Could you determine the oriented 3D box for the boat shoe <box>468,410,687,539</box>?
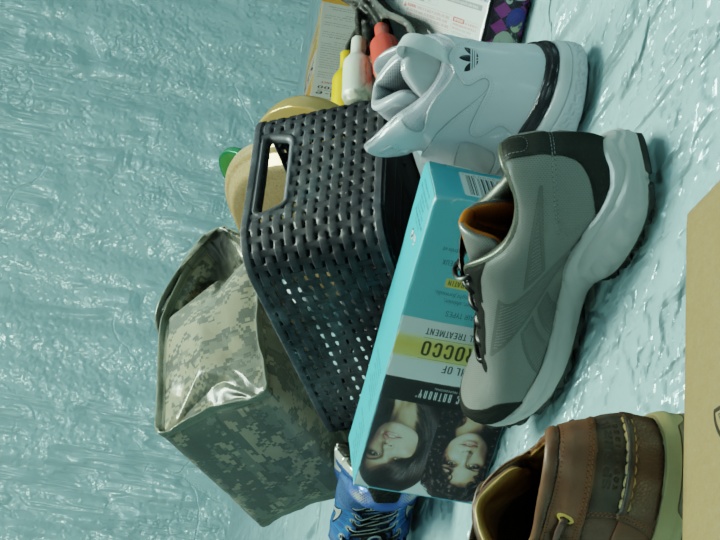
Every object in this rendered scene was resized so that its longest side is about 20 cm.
[{"bbox_3d":[0.078,0.106,0.548,0.200,0.067,0.072,115,164,-61],"label":"boat shoe"}]

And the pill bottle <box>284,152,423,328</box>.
[{"bbox_3d":[0.000,-0.034,1.141,0.200,0.110,0.111,114,165,-56],"label":"pill bottle"}]

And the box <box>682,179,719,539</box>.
[{"bbox_3d":[0.138,0.039,0.380,0.164,0.021,0.201,117,162,-65],"label":"box"}]

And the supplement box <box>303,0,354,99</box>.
[{"bbox_3d":[-0.043,-0.292,1.924,0.126,0.073,0.201,111,166,-56],"label":"supplement box"}]

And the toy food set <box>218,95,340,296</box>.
[{"bbox_3d":[-0.019,-0.041,0.998,0.198,0.200,0.049,-34,26,54],"label":"toy food set"}]

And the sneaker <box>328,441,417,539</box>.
[{"bbox_3d":[0.016,0.172,0.939,0.200,0.078,0.090,98,174,-79],"label":"sneaker"}]

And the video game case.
[{"bbox_3d":[0.066,-0.234,0.965,0.200,0.036,0.182,36,118,58],"label":"video game case"}]

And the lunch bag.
[{"bbox_3d":[-0.090,0.082,1.079,0.164,0.117,0.201,53,-158,-43],"label":"lunch bag"}]

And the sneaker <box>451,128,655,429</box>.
[{"bbox_3d":[0.079,0.004,0.649,0.074,0.079,0.201,-90,12,-45],"label":"sneaker"}]

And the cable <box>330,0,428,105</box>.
[{"bbox_3d":[0.002,-0.197,0.987,0.097,0.050,0.201,-39,51,40],"label":"cable"}]

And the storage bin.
[{"bbox_3d":[0.000,0.000,0.861,0.200,0.093,0.136,66,-161,-44],"label":"storage bin"}]

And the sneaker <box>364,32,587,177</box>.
[{"bbox_3d":[0.056,-0.079,0.784,0.200,0.114,0.076,114,164,-61],"label":"sneaker"}]

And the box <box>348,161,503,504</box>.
[{"bbox_3d":[0.054,0.041,0.757,0.049,0.082,0.201,-95,17,-61],"label":"box"}]
